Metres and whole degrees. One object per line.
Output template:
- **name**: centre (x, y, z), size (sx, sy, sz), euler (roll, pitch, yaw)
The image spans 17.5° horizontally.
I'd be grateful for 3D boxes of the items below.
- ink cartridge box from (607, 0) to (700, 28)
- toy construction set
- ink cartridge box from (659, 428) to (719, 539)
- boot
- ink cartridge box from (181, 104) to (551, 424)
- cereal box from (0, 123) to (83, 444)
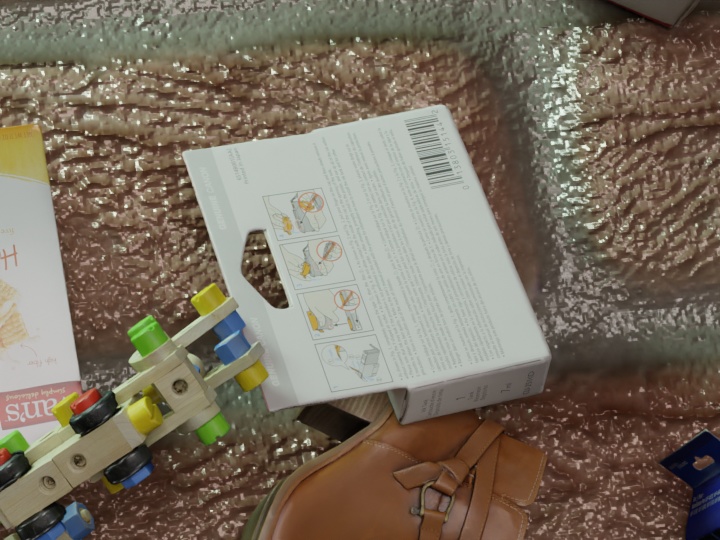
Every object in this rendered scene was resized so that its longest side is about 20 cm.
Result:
- **ink cartridge box**: centre (0.184, -0.283, 1.545), size (0.147, 0.086, 0.201), euler (23, 69, -2)
- **toy construction set**: centre (-0.144, 0.097, 1.313), size (0.092, 0.131, 0.200), euler (41, 104, -4)
- **ink cartridge box**: centre (0.266, 0.176, 1.410), size (0.200, 0.099, 0.039), euler (35, 71, 2)
- **boot**: centre (0.016, 0.156, 1.387), size (0.154, 0.074, 0.201), euler (27, 73, -6)
- **ink cartridge box**: centre (0.000, 0.000, 1.412), size (0.175, 0.045, 0.201), euler (-11, 56, -14)
- **cereal box**: centre (-0.246, 0.019, 1.395), size (0.143, 0.040, 0.201), euler (-9, 75, -11)
